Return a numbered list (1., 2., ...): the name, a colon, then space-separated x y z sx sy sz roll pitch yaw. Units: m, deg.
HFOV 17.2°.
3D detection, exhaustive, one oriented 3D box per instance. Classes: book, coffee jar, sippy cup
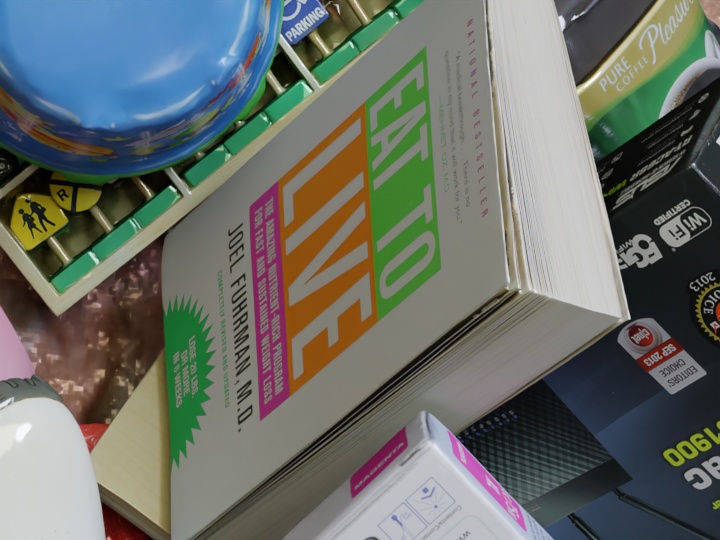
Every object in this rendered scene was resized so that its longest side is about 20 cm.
1. book: 0.000 0.000 0.805 0.048 0.200 0.134 16 52 -32
2. coffee jar: 0.108 -0.033 0.867 0.200 0.085 0.104 53 57 -17
3. sippy cup: -0.087 -0.097 0.817 0.139 0.130 0.179 30 91 -8

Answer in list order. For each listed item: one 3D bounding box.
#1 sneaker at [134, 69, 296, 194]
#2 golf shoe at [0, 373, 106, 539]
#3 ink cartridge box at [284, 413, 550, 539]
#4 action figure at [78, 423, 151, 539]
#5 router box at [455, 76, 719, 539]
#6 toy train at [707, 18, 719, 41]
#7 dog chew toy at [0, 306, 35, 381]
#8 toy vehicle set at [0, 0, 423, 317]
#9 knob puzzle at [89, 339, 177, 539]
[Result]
1. sneaker: -0.030 -0.092 0.963 0.199 0.077 0.085 -35 87 -13
2. golf shoe: -0.101 0.136 0.799 0.077 0.088 0.202 -9 102 -44
3. ink cartridge box: 0.045 0.156 0.759 0.119 0.042 0.200 -42 100 9
4. action figure: -0.077 0.125 0.870 0.065 0.052 0.201 -22 70 -24
5. router box: 0.105 0.043 0.810 0.150 0.200 0.062 43 45 -11
6. toy train: 0.076 -0.041 0.943 0.199 0.085 0.115 -17 85 -32
7. dog chew toy: -0.215 0.064 0.835 0.199 0.125 0.125 -33 77 -13
8. toy vehicle set: -0.075 -0.094 0.899 0.200 0.027 0.124 -39 98 -3
9. knob puzzle: 0.014 0.076 0.910 0.218 0.030 0.221 13 54 -19
